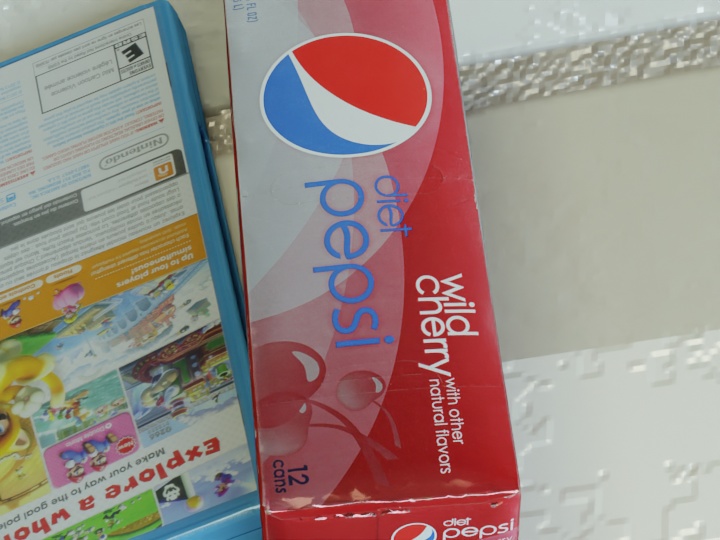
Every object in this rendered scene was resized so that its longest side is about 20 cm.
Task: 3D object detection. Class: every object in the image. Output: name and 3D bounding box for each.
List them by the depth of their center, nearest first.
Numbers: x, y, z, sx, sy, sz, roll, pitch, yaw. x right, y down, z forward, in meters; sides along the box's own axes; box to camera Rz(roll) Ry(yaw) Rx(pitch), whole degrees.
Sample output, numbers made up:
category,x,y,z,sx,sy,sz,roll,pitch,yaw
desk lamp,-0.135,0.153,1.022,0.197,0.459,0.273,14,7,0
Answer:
category,x,y,z,sx,sy,sz,roll,pitch,yaw
soda box,0.000,0.000,0.786,0.063,0.070,0.200,-4,50,-3
video game case,-0.103,0.018,0.862,0.143,0.018,0.200,-21,48,7
